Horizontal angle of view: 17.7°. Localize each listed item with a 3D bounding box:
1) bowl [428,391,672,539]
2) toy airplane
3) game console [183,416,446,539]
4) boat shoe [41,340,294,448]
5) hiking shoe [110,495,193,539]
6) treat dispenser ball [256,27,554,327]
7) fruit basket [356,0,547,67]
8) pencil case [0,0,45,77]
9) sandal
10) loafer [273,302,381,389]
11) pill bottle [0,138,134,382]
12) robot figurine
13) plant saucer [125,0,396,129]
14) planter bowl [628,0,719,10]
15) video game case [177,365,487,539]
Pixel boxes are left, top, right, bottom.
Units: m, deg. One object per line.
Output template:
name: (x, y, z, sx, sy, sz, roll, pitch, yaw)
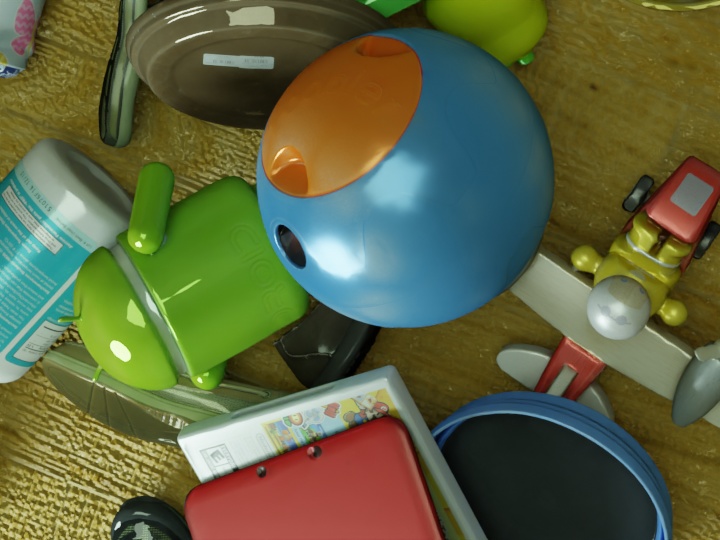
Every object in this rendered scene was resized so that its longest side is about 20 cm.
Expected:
bowl: (0.130, 0.173, 1.670, 0.200, 0.039, 0.201, 12, 126, 17)
toy airplane: (0.176, 0.031, 1.645, 0.199, 0.141, 0.200, -10, 93, 9)
game console: (-0.003, 0.215, 1.683, 0.200, 0.172, 0.119, -22, 52, 28)
boat shoe: (-0.140, 0.092, 1.740, 0.200, 0.073, 0.063, 19, 62, 9)
hiking shoe: (-0.149, 0.270, 1.732, 0.075, 0.101, 0.201, -11, 92, 9)
treat dispenser ball: (0.030, -0.062, 1.552, 0.200, 0.201, 0.202, 1, 94, 9)
fruit basket: (0.069, -0.246, 1.652, 0.215, 0.216, 0.156, -30, 54, 10)
pencil case: (-0.267, -0.249, 1.717, 0.083, 0.091, 0.201, 20, 96, 28)
sandal: (-0.151, -0.188, 1.719, 0.057, 0.080, 0.202, 11, 103, -9)
loafer: (0.000, 0.000, 1.703, 0.071, 0.073, 0.200, 33, 97, 6)
pill bottle: (-0.259, 0.006, 1.725, 0.111, 0.111, 0.200, 45, 99, 3)
robot figurine: (-0.117, 0.009, 1.657, 0.200, 0.176, 0.116, -29, 48, -8)
plant saucer: (-0.068, -0.146, 1.643, 0.199, 0.200, 0.030, -2, 69, 9)
planter bowl: (0.227, -0.287, 1.643, 0.200, 0.083, 0.201, 1, 94, 9)
video game case: (-0.012, 0.175, 1.687, 0.182, 0.023, 0.200, -17, 113, 26)
